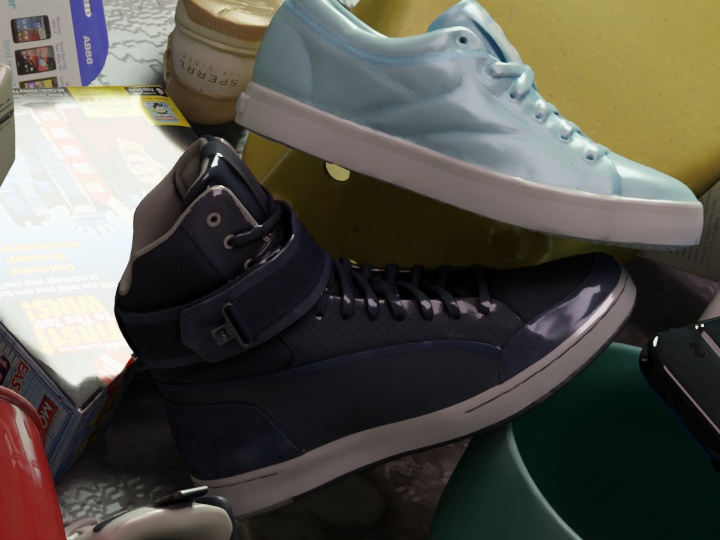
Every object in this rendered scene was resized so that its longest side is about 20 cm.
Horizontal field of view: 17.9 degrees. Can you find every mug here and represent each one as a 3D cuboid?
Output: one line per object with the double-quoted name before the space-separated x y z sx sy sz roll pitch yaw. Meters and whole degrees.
"mug" 0.100 0.130 0.958 0.152 0.115 0.185 32 36 5

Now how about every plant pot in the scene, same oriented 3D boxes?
"plant pot" 0.056 -0.062 1.079 0.196 0.194 0.200 46 38 1

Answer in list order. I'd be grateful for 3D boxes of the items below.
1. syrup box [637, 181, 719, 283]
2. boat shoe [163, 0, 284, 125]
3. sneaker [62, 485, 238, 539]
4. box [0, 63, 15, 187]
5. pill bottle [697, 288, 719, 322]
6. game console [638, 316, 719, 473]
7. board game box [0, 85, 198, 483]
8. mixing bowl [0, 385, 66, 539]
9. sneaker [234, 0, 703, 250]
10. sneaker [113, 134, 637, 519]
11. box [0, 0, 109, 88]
"syrup box" 0.144 -0.064 1.221 0.199 0.079 0.081 19 31 19
"boat shoe" -0.070 -0.118 1.206 0.073 0.069 0.200 21 13 3
"sneaker" -0.102 0.104 0.842 0.079 0.130 0.199 -14 52 -45
"box" -0.207 0.001 0.892 0.082 0.068 0.201 16 57 3
"pill bottle" 0.248 0.084 1.117 0.200 0.113 0.112 35 35 11
"game console" 0.249 0.047 0.964 0.200 0.118 0.171 -11 55 -47
"board game box" -0.133 0.005 1.009 0.199 0.062 0.200 -5 48 -39
"mixing bowl" -0.165 0.137 0.716 0.200 0.200 0.109 -12 61 -42
"sneaker" 0.051 -0.066 0.932 0.199 0.082 0.074 18 8 3
"sneaker" 0.000 0.001 0.919 0.202 0.147 0.077 -23 20 3
"box" -0.209 -0.124 1.083 0.041 0.120 0.200 -1 9 43
